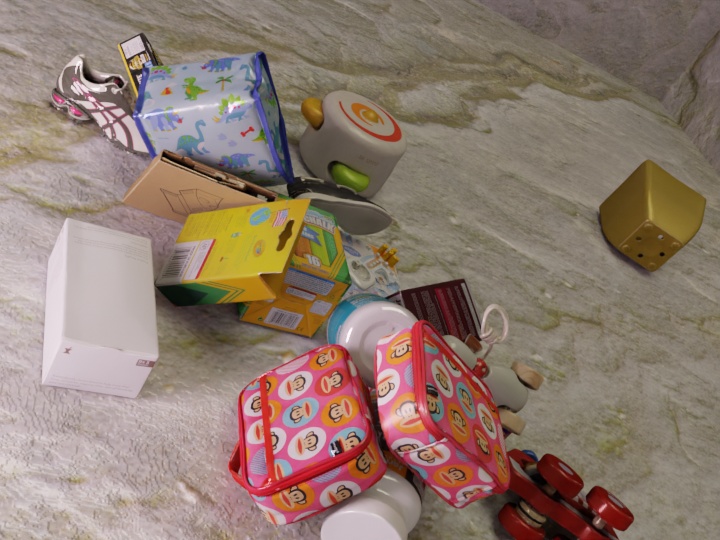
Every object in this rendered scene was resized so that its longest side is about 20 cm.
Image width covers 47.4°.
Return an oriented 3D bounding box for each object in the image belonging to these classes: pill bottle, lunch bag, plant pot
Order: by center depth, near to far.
[{"bbox_3d":[-0.069,0.186,0.930,0.200,0.175,0.082,-110,174,-59],"label":"lunch bag"},{"bbox_3d":[0.094,0.158,0.954,0.200,0.082,0.177,47,27,-35],"label":"lunch bag"},{"bbox_3d":[0.021,0.245,0.972,0.116,0.117,0.200,32,32,-7],"label":"pill bottle"},{"bbox_3d":[-0.189,-0.181,1.108,0.169,0.201,0.128,-6,50,7],"label":"lunch bag"},{"bbox_3d":[0.014,0.089,1.115,0.110,0.111,0.200,29,-2,-11],"label":"pill bottle"},{"bbox_3d":[0.730,-0.114,2.058,0.195,0.194,0.200,32,41,-7],"label":"plant pot"}]

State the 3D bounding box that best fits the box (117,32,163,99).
[{"bbox_3d":[-0.285,-0.237,1.251,0.160,0.049,0.200,59,-2,38],"label":"box"}]

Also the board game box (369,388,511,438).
[{"bbox_3d":[0.107,0.206,1.169,0.199,0.046,0.152,-9,53,-49],"label":"board game box"}]

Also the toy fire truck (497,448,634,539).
[{"bbox_3d":[0.273,0.319,1.147,0.199,0.112,0.168,35,8,-4],"label":"toy fire truck"}]

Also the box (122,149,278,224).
[{"bbox_3d":[-0.223,-0.099,1.125,0.163,0.200,0.021,20,70,-24],"label":"box"}]

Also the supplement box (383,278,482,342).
[{"bbox_3d":[0.112,0.080,1.281,0.199,0.061,0.110,-7,77,-53],"label":"supplement box"}]

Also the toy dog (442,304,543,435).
[{"bbox_3d":[0.170,0.146,1.167,0.132,0.096,0.201,-42,113,-21],"label":"toy dog"}]

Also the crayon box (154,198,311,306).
[{"bbox_3d":[-0.154,-0.022,1.055,0.051,0.199,0.127,56,40,-41],"label":"crayon box"}]

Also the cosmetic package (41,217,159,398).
[{"bbox_3d":[-0.304,0.042,0.958,0.112,0.081,0.201,16,38,-28],"label":"cosmetic package"}]

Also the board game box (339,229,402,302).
[{"bbox_3d":[0.000,0.000,1.330,0.199,0.026,0.201,25,33,-32],"label":"board game box"}]

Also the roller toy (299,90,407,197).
[{"bbox_3d":[-0.012,-0.246,1.551,0.200,0.140,0.182,48,33,19],"label":"roller toy"}]

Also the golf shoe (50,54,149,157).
[{"bbox_3d":[-0.371,-0.245,1.257,0.199,0.088,0.077,29,31,-16],"label":"golf shoe"}]

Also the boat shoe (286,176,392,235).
[{"bbox_3d":[-0.034,-0.106,1.333,0.199,0.074,0.061,8,48,-36],"label":"boat shoe"}]

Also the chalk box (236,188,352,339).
[{"bbox_3d":[-0.107,-0.024,1.189,0.124,0.124,0.201,17,36,-29],"label":"chalk box"}]
